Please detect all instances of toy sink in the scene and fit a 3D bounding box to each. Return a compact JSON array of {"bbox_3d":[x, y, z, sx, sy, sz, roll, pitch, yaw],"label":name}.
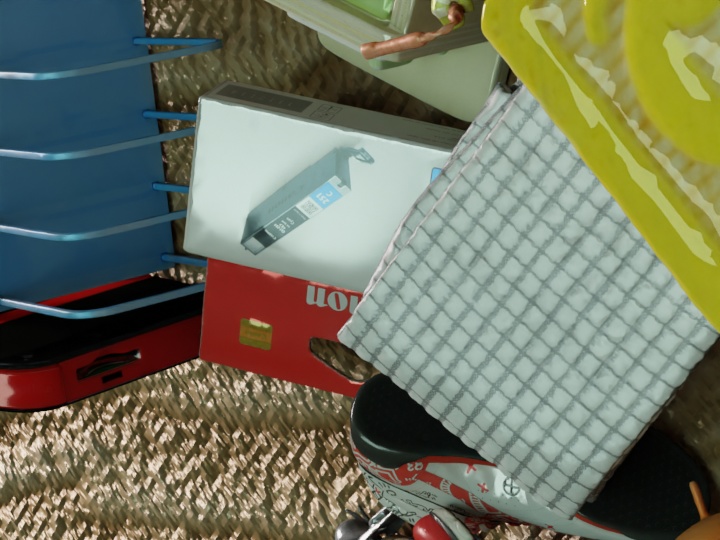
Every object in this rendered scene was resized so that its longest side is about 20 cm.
[{"bbox_3d":[0.012,-0.182,1.148,0.130,0.112,0.201,31,121,31],"label":"toy sink"}]

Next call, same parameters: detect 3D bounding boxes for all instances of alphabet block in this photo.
[{"bbox_3d":[0.210,-0.114,0.937,0.196,0.200,0.197,52,129,16],"label":"alphabet block"}]

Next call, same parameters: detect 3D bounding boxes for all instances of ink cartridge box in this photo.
[{"bbox_3d":[0.000,0.000,1.213,0.199,0.045,0.177,13,113,14],"label":"ink cartridge box"}]

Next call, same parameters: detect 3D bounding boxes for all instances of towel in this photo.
[{"bbox_3d":[0.107,0.002,1.103,0.165,0.086,0.200,40,114,12],"label":"towel"}]

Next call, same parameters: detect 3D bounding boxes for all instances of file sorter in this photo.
[{"bbox_3d":[-0.154,-0.080,1.289,0.122,0.138,0.201,9,109,52],"label":"file sorter"}]

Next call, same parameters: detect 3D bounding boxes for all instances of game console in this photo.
[{"bbox_3d":[-0.192,0.037,1.331,0.176,0.200,0.031,10,109,38],"label":"game console"}]

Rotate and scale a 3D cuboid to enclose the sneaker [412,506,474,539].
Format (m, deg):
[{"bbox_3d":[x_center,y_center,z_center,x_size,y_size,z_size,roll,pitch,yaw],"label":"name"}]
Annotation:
[{"bbox_3d":[0.055,0.227,1.159,0.077,0.085,0.201,90,164,-78],"label":"sneaker"}]

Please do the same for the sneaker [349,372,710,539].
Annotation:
[{"bbox_3d":[0.092,0.115,1.206,0.200,0.068,0.108,14,157,8],"label":"sneaker"}]

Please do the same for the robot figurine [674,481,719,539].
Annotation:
[{"bbox_3d":[0.213,0.200,1.073,0.200,0.117,0.144,43,118,10],"label":"robot figurine"}]

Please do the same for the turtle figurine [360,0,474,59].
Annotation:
[{"bbox_3d":[0.088,-0.178,1.049,0.200,0.161,0.065,-44,74,40],"label":"turtle figurine"}]

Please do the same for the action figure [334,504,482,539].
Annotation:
[{"bbox_3d":[0.039,0.219,1.278,0.200,0.069,0.130,55,139,30],"label":"action figure"}]
